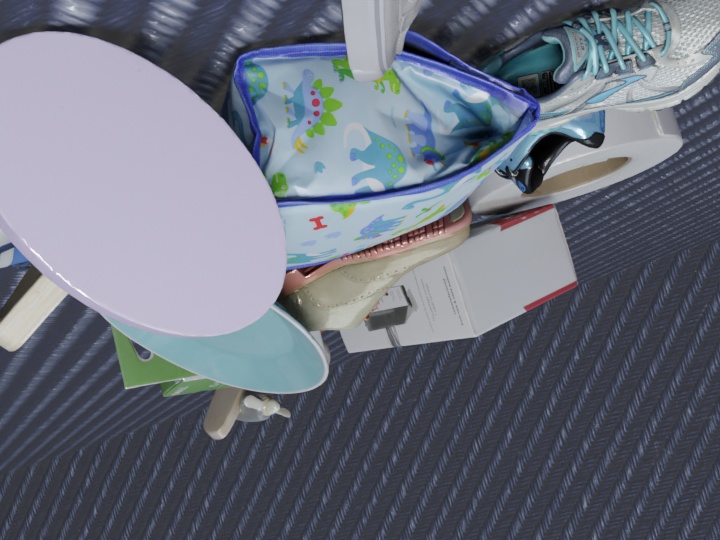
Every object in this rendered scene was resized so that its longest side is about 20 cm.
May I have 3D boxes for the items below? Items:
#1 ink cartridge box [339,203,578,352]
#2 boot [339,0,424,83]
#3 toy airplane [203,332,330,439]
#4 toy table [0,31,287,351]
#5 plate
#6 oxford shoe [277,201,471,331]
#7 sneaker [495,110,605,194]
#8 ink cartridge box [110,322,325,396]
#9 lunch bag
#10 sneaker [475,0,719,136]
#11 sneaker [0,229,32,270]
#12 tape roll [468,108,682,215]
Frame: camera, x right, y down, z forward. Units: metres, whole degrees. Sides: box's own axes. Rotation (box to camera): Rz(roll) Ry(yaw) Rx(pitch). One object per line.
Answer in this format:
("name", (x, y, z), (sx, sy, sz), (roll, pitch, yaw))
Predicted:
("ink cartridge box", (0.082, 0.010, 1.188), (0.145, 0.084, 0.199), (-22, -174, -35))
("boot", (0.034, -0.150, 0.610), (0.094, 0.075, 0.200), (-9, 170, 0))
("toy airplane", (-0.097, 0.069, 1.324), (0.201, 0.140, 0.199), (-51, -162, 7))
("toy table", (-0.144, -0.040, 0.713), (0.184, 0.201, 0.117), (-48, -162, -24))
("plate", (-0.114, 0.037, 0.955), (0.197, 0.026, 0.201), (17, 154, 9))
("oxford shoe", (0.000, 0.000, 0.977), (0.197, 0.074, 0.071), (-18, -150, 16))
("sneaker", (0.107, -0.101, 1.005), (0.198, 0.091, 0.078), (-21, 170, 34))
("ink cartridge box", (-0.137, 0.051, 1.128), (0.197, 0.106, 0.059), (-7, 165, -31))
("lunch bag", (0.004, -0.077, 0.845), (0.196, 0.130, 0.170), (-3, 169, -13))
("sneaker", (0.170, -0.147, 0.885), (0.197, 0.079, 0.086), (-20, 167, 23))
("sneaker", (-0.258, -0.022, 0.854), (0.197, 0.082, 0.147), (-22, 167, -1))
("tape roll", (0.185, -0.115, 1.126), (0.199, 0.072, 0.203), (-15, 171, -2))
